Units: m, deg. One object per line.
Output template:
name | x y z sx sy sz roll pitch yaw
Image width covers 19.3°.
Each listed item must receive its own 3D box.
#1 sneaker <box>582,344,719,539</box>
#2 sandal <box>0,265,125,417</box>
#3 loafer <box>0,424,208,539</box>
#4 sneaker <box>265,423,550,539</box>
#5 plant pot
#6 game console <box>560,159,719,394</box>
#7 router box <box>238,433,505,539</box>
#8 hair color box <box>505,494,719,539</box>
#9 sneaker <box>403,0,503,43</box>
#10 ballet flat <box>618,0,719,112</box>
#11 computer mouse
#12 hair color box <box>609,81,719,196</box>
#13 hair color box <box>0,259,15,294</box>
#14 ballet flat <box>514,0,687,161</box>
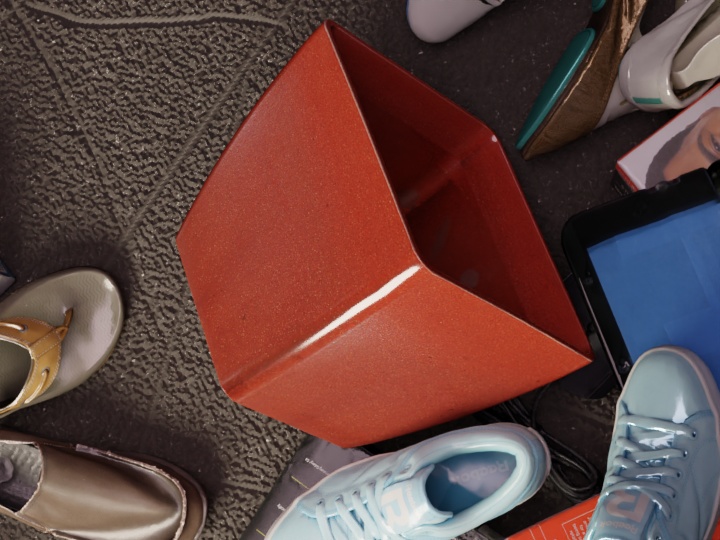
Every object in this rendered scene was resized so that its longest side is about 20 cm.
sneaker | 0.167 0.138 1.217 0.073 0.082 0.202 2 79 22
sandal | -0.247 0.060 1.444 0.198 0.054 0.082 -20 99 -21
loafer | -0.203 0.154 1.452 0.198 0.071 0.074 10 88 11
sneaker | 0.023 0.145 1.340 0.199 0.082 0.074 -27 79 3
plant pot | 0.000 0.000 1.348 0.176 0.199 0.201 -37 53 21
game console | 0.239 0.019 1.252 0.172 0.118 0.202 -39 68 51
router box | 0.015 0.214 1.414 0.199 0.051 0.150 35 93 10
hair color box | 0.184 0.158 1.327 0.198 0.102 0.062 -24 81 -9
sneaker | 0.108 -0.217 1.401 0.200 0.072 0.073 -41 50 20
ballet flat | 0.253 -0.171 1.373 0.200 0.069 0.069 -43 79 -8
computer mouse | 0.173 0.060 1.398 0.200 0.046 0.141 -44 78 5
hair color box | 0.270 -0.084 1.366 0.199 0.061 0.102 -38 80 -5
hair color box | -0.344 0.047 1.473 0.200 0.100 0.061 -43 76 5
ballet flat | 0.175 -0.154 1.413 0.072 0.068 0.202 25 87 -8
